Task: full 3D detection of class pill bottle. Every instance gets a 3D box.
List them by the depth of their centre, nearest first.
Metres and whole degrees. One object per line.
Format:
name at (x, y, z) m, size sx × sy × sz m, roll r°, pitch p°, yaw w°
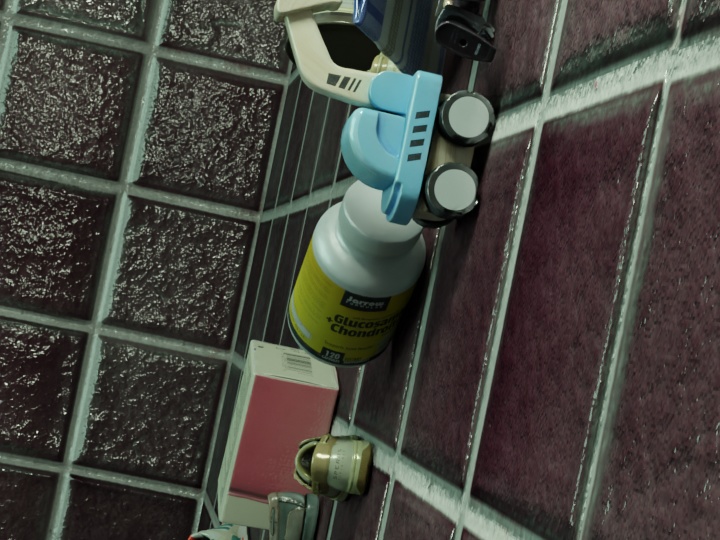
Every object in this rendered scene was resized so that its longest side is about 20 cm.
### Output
pill bottle at (0.000, 0.000, 1.663) m, size 0.200 × 0.112 × 0.112 m, roll 111°, pitch 167°, yaw -52°

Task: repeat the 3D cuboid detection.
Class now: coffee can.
coffee can at (-0.004, -0.346, 2.061) m, size 0.146 × 0.146 × 0.200 m, roll 120°, pitch 160°, yaw -66°

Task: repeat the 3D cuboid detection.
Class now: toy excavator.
toy excavator at (0.011, -0.144, 1.482) m, size 0.100 × 0.200 × 0.195 m, roll 159°, pitch 122°, yaw -80°

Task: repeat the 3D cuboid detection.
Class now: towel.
towel at (0.044, -0.271, 1.693) m, size 0.200 × 0.024 × 0.147 m, roll 34°, pitch -118°, yaw -61°

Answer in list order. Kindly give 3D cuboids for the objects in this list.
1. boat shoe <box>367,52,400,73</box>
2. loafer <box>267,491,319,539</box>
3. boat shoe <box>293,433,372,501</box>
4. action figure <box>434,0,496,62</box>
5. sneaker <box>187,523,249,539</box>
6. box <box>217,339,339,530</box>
boat shoe at (0.031, -0.221, 1.934) m, size 0.200 × 0.063 × 0.073 m, roll 170°, pitch 111°, yaw -82°
loafer at (-0.098, 0.354, 2.006) m, size 0.072 × 0.063 × 0.200 m, roll -127°, pitch 49°, yaw -79°
boat shoe at (-0.036, 0.201, 1.784) m, size 0.200 × 0.066 × 0.074 m, roll 134°, pitch 147°, yaw -75°
action figure at (0.099, -0.251, 1.512) m, size 0.200 × 0.069 × 0.130 m, roll -69°, pitch -11°, yaw -64°
sneaker at (-0.229, 0.426, 2.695) m, size 0.200 × 0.093 × 0.070 m, roll -127°, pitch 49°, yaw -79°
box at (-0.103, 0.205, 2.091) m, size 0.128 × 0.109 × 0.200 m, roll -106°, pitch 28°, yaw -72°
